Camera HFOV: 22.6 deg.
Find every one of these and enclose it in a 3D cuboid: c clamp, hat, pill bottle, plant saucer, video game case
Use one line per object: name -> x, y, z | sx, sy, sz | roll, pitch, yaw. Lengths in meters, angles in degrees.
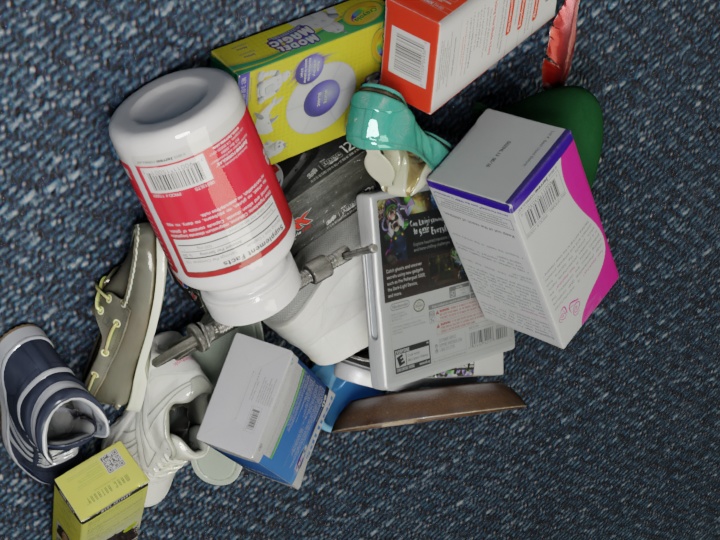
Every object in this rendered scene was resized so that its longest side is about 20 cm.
c clamp -> -0.094, 0.030, 1.593 | 0.200, 0.027, 0.171 | -30, -178, -17
hat -> 0.222, -0.158, 1.747 | 0.176, 0.166, 0.200 | -42, 146, -6
pill bottle -> -0.121, -0.057, 1.484 | 0.112, 0.112, 0.200 | -33, 124, -18
plant saucer -> 0.068, 0.137, 1.820 | 0.200, 0.200, 0.032 | -1, 82, -46
video game case -> 0.074, 0.004, 1.704 | 0.200, 0.023, 0.182 | -14, 103, -47

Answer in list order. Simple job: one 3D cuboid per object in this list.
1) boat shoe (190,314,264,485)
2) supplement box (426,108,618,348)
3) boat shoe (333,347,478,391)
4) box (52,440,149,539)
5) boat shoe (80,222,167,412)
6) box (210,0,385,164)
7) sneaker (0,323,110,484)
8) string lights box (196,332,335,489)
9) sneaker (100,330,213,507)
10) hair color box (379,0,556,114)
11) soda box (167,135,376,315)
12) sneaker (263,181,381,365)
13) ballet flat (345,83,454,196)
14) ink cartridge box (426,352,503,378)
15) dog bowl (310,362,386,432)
boat shoe -> -0.129, 0.107, 1.738 | 0.060, 0.076, 0.200 | -66, 169, -66
supplement box -> 0.154, -0.037, 1.663 | 0.101, 0.103, 0.200 | -49, 137, -24
boat shoe -> 0.054, 0.082, 1.818 | 0.200, 0.070, 0.066 | 3, 101, -43
box -> -0.245, 0.226, 1.680 | 0.075, 0.050, 0.200 | -31, 164, -20
boat shoe -> -0.207, 0.040, 1.575 | 0.060, 0.072, 0.202 | 9, 126, -9
box -> -0.038, -0.165, 1.570 | 0.200, 0.048, 0.117 | -27, 142, -30
sneaker -> -0.266, 0.148, 1.587 | 0.070, 0.108, 0.200 | -30, 142, -22
string lights box -> -0.083, 0.134, 1.663 | 0.200, 0.059, 0.103 | 57, 53, -72
sneaker -> -0.185, 0.160, 1.693 | 0.078, 0.099, 0.200 | -18, 137, -35
hair color box -> 0.101, -0.234, 1.592 | 0.200, 0.061, 0.102 | -39, 148, -37
soda box -> -0.083, -0.051, 1.621 | 0.200, 0.063, 0.071 | -36, 143, -16
sneaker -> 0.000, 0.000, 1.738 | 0.200, 0.074, 0.116 | -47, 138, -3
ballet flat -> 0.031, -0.104, 1.602 | 0.200, 0.067, 0.071 | 35, 71, -67
ink cartridge box -> 0.090, 0.006, 1.783 | 0.109, 0.050, 0.200 | 1, 88, -48
dog bowl -> -0.005, 0.083, 1.852 | 0.111, 0.050, 0.200 | -7, 130, -43
